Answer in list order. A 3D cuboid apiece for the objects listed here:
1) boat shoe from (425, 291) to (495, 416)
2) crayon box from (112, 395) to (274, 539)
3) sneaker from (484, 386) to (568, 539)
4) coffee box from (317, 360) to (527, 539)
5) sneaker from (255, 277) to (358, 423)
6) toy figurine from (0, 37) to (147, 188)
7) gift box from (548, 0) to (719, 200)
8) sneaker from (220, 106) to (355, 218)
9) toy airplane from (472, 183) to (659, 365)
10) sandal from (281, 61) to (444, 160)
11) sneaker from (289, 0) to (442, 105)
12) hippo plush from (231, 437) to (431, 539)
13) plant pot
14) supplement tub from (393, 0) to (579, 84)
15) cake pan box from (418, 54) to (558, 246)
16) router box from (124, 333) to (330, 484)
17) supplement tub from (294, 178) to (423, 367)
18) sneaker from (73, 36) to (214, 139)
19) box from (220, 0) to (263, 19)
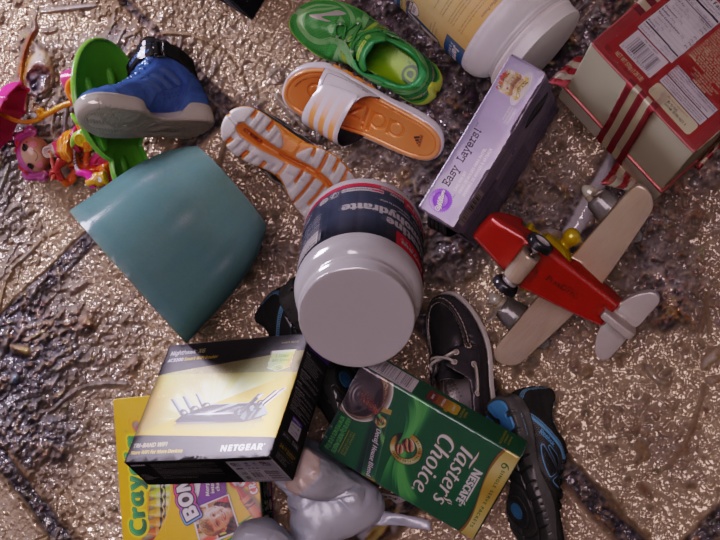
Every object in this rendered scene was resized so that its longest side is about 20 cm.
[{"bbox_3d":[0.108,0.123,1.611,0.074,0.060,0.201,-16,83,40],"label":"boat shoe"},{"bbox_3d":[-0.193,0.242,1.669,0.172,0.058,0.201,-7,83,11],"label":"crayon box"},{"bbox_3d":[0.203,0.226,1.583,0.082,0.073,0.201,-19,102,-34],"label":"sneaker"},{"bbox_3d":[0.067,0.190,1.548,0.199,0.044,0.123,31,115,6],"label":"coffee box"},{"bbox_3d":[-0.051,0.110,1.652,0.082,0.073,0.201,-30,81,34],"label":"sneaker"},{"bbox_3d":[-0.368,-0.165,1.730,0.183,0.150,0.201,-9,107,24],"label":"toy figurine"},{"bbox_3d":[0.320,-0.198,1.542,0.200,0.187,0.185,-35,80,-10],"label":"gift box"},{"bbox_3d":[-0.073,-0.125,1.677,0.200,0.077,0.078,41,98,-6],"label":"sneaker"},{"bbox_3d":[0.231,0.003,1.583,0.199,0.141,0.200,-12,120,1],"label":"toy airplane"},{"bbox_3d":[-0.003,-0.177,1.657,0.206,0.059,0.079,23,126,12],"label":"sandal"},{"bbox_3d":[0.006,-0.264,1.666,0.199,0.084,0.074,29,91,13],"label":"sneaker"},{"bbox_3d":[-0.066,0.280,1.597,0.200,0.159,0.161,33,89,-28],"label":"hippo plush"},{"bbox_3d":[-0.207,-0.045,1.637,0.161,0.201,0.201,-42,78,-6],"label":"plant pot"},{"bbox_3d":[0.134,-0.311,1.614,0.145,0.145,0.200,-45,78,4],"label":"supplement tub"},{"bbox_3d":[0.144,-0.123,1.573,0.052,0.184,0.201,31,93,15],"label":"cake pan box"},{"bbox_3d":[-0.145,0.153,1.563,0.199,0.052,0.158,-7,49,31],"label":"router box"},{"bbox_3d":[0.000,0.000,1.567,0.140,0.200,0.141,1,120,2],"label":"supplement tub"},{"bbox_3d":[-0.262,-0.218,1.667,0.077,0.199,0.112,-30,72,39],"label":"sneaker"},{"bbox_3d":[-0.198,-0.401,1.662,0.182,0.200,0.104,33,92,13],"label":"box"}]
